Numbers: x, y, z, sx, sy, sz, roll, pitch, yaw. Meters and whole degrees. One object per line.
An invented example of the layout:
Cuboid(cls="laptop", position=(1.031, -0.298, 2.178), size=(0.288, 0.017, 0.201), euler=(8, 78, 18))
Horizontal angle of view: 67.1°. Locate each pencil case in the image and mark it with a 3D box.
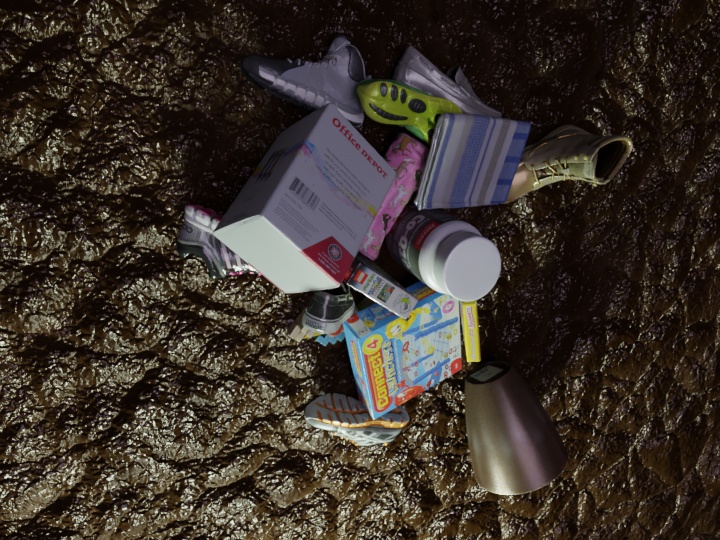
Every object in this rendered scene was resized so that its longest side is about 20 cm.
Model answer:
Cuboid(cls="pencil case", position=(0.043, -0.119, 0.864), size=(0.082, 0.087, 0.201), euler=(33, 95, -3))

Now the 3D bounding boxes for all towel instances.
Cuboid(cls="towel", position=(0.177, -0.168, 0.849), size=(0.198, 0.024, 0.148), euler=(-7, 123, -35))

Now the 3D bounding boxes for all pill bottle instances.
Cuboid(cls="pill bottle", position=(0.126, -0.032, 0.857), size=(0.112, 0.200, 0.115), euler=(-6, 109, -18))

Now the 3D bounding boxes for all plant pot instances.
Cuboid(cls="plant pot", position=(0.276, 0.284, 1.045), size=(0.185, 0.187, 0.202), euler=(-24, 100, -11))

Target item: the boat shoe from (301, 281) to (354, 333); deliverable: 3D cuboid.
Cuboid(cls="boat shoe", position=(-0.040, 0.038, 0.824), size=(0.070, 0.200, 0.064), euler=(16, 101, 0))

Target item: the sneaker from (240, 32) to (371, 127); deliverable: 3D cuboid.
Cuboid(cls="sneaker", position=(-0.068, -0.294, 0.778), size=(0.198, 0.075, 0.117), euler=(16, 96, -34))

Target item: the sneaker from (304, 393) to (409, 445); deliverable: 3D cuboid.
Cuboid(cls="sneaker", position=(-0.009, 0.279, 0.981), size=(0.198, 0.079, 0.078), euler=(13, 116, -20))

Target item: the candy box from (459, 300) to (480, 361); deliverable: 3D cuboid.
Cuboid(cls="candy box", position=(0.179, 0.056, 0.912), size=(0.026, 0.200, 0.103), euler=(-7, 111, 10))

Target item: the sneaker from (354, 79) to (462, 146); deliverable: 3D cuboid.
Cuboid(cls="sneaker", position=(0.077, -0.241, 0.807), size=(0.198, 0.084, 0.075), euler=(13, 118, -38))

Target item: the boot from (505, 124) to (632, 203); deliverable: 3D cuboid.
Cuboid(cls="boot", position=(0.333, -0.170, 0.913), size=(0.199, 0.156, 0.073), euler=(-33, 117, -5))

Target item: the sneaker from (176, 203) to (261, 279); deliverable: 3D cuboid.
Cuboid(cls="sneaker", position=(-0.188, -0.018, 0.818), size=(0.199, 0.074, 0.088), euler=(30, 98, -23))

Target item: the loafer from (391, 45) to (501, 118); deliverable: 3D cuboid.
Cuboid(cls="loafer", position=(0.145, -0.285, 0.854), size=(0.198, 0.070, 0.070), euler=(17, 109, -24))

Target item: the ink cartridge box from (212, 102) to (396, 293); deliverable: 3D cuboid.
Cuboid(cls="ink cartridge box", position=(-0.073, -0.095, 0.754), size=(0.145, 0.144, 0.201), euler=(42, 61, -27))

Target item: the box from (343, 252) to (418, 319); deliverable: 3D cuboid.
Cuboid(cls="box", position=(0.000, 0.000, 0.820), size=(0.109, 0.200, 0.035), euler=(32, 95, -26))

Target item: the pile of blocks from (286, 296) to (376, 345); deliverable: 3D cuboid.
Cuboid(cls="pile of blocks", position=(-0.022, 0.095, 0.920), size=(0.198, 0.062, 0.083), euler=(-17, 112, -14))

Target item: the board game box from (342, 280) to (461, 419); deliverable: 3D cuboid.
Cuboid(cls="board game box", position=(0.079, 0.131, 0.935), size=(0.194, 0.056, 0.202), euler=(-26, 129, -19))
